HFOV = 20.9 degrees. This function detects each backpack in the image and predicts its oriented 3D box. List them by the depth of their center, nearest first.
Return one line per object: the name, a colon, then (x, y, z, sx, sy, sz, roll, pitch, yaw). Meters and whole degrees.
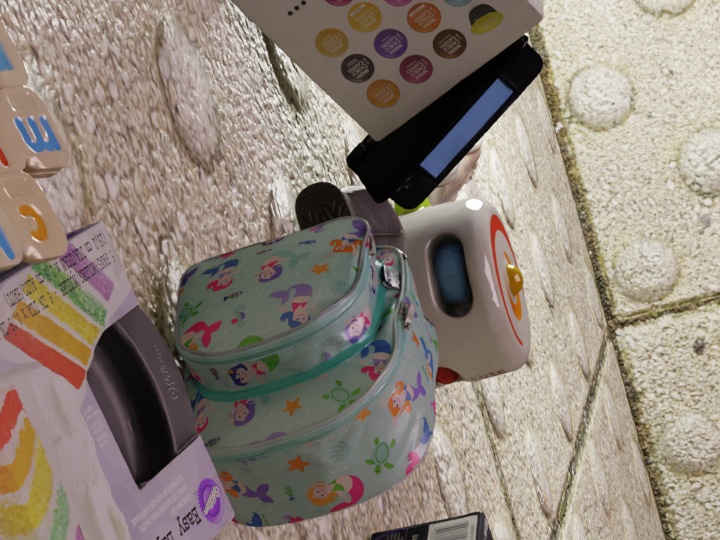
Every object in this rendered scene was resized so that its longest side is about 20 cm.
backpack: (-0.039, 0.070, 1.307, 0.200, 0.177, 0.151, -90, 159, -51)

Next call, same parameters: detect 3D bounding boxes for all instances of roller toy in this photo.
roller toy: (0.097, 0.025, 1.966, 0.183, 0.139, 0.200, -81, 154, -57)

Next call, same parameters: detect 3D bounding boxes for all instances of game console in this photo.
game console: (0.095, -0.133, 1.813, 0.116, 0.200, 0.176, 48, 8, 37)

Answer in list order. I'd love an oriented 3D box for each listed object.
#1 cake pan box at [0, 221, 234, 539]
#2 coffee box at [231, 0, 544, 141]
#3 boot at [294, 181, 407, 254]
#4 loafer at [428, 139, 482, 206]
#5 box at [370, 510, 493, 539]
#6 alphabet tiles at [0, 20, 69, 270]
cake pan box: (-0.154, 0.089, 0.990, 0.200, 0.052, 0.184, -39, 110, -62)
coffee box: (0.029, -0.281, 1.761, 0.198, 0.200, 0.200, 43, 27, -25)
boot: (0.002, 0.000, 1.794, 0.200, 0.072, 0.182, 29, 49, -80)
loafer: (0.096, -0.114, 2.282, 0.200, 0.072, 0.063, -51, 143, -65)
box: (0.082, 0.327, 1.682, 0.122, 0.106, 0.200, -76, 150, -61)
alphabet tiles: (-0.221, -0.085, 0.959, 0.196, 0.015, 0.200, 62, 25, 6)
